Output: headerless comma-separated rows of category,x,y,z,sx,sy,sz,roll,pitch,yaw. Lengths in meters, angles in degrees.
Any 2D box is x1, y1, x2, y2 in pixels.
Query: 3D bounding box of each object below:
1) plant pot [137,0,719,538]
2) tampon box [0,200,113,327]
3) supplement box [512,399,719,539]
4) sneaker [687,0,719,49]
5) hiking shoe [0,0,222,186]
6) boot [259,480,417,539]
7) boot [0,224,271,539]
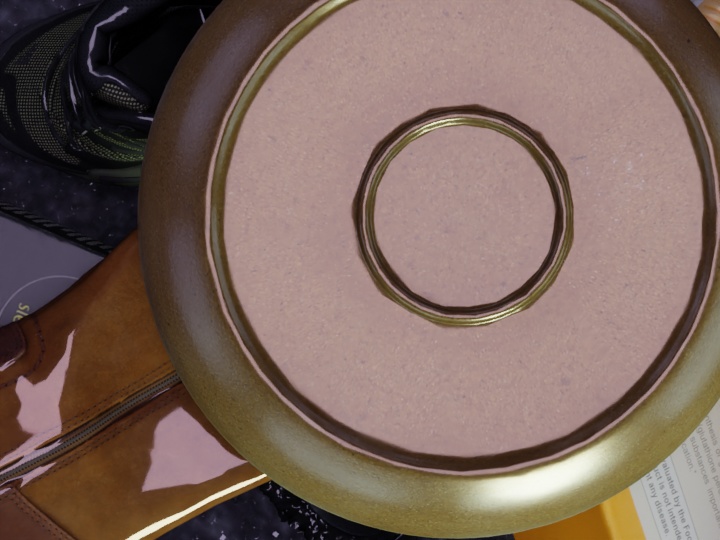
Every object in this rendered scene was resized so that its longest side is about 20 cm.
plant pot,0.031,-0.016,0.675,0.200,0.027,0.200,0,90,-3
tampon box,-0.180,0.035,0.789,0.200,0.126,0.150,23,89,-3
supplement box,0.136,0.022,0.773,0.200,0.074,0.126,-25,102,-25
sneaker,0.148,-0.111,0.770,0.200,0.088,0.076,-38,135,-32
hiking shoe,-0.074,-0.076,0.776,0.200,0.101,0.076,0,75,35
boot,-0.001,0.000,0.823,0.162,0.073,0.198,-39,97,-6
boot,-0.110,0.017,0.696,0.200,0.068,0.188,-33,91,-4
